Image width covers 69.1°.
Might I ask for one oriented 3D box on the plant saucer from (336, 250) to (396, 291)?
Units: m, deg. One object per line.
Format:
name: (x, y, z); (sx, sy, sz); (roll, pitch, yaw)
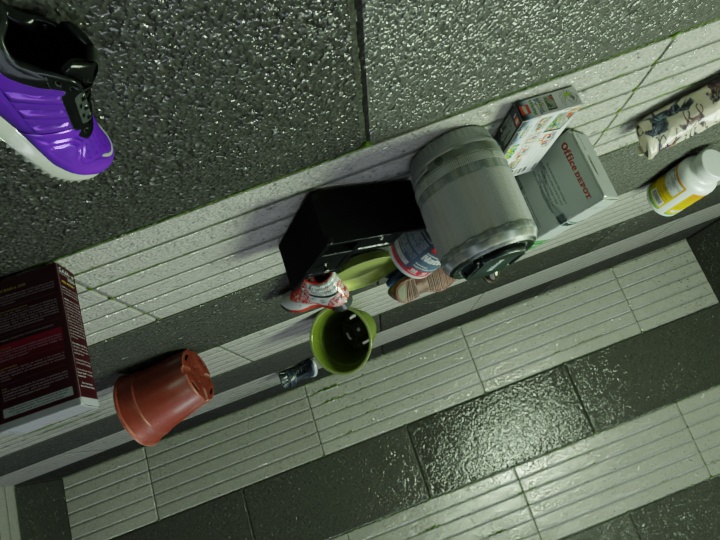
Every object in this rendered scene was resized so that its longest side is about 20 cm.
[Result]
plant saucer: (0.000, 0.000, 1.246); (0.195, 0.032, 0.201); (-19, 164, -5)

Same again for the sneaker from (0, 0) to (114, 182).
sneaker: (-0.242, -0.141, 0.417); (0.097, 0.071, 0.200); (-24, 164, 3)

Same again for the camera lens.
camera lens: (0.176, -0.100, 0.831); (0.156, 0.205, 0.160); (-18, 165, -5)

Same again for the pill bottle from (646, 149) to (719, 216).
pill bottle: (0.900, -0.243, 1.440); (0.108, 0.114, 0.201); (-16, 163, -15)

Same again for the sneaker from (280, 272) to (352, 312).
sneaker: (-0.119, 0.037, 1.172); (0.196, 0.068, 0.109); (-1, 138, 33)

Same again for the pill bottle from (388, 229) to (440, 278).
pill bottle: (0.150, -0.078, 1.022); (0.117, 0.123, 0.200); (-9, 160, -34)

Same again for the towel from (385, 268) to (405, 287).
towel: (0.142, -0.025, 1.311); (0.109, 0.050, 0.200); (-10, 160, -32)

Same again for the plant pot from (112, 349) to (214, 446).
plant pot: (-0.509, 0.322, 1.387); (0.192, 0.204, 0.201); (-29, 164, 2)

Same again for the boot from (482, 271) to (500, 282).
boot: (0.263, -0.063, 1.027); (0.073, 0.205, 0.096); (-25, -160, -23)

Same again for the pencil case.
pencil case: (0.630, -0.293, 1.003); (0.197, 0.080, 0.089); (-28, 148, 22)

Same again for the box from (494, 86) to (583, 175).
box: (0.275, -0.218, 0.877); (0.107, 0.036, 0.201); (-18, 164, -11)

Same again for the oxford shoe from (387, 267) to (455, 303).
oxford shoe: (0.155, 0.022, 1.309); (0.195, 0.073, 0.074); (-16, -170, -23)

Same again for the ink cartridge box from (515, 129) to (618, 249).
ink cartridge box: (0.369, -0.150, 1.012); (0.082, 0.150, 0.199); (-7, 160, -43)

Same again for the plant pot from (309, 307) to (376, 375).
plant pot: (-0.032, 0.194, 1.604); (0.196, 0.205, 0.189); (-25, 176, 18)

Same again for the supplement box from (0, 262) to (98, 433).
supplement box: (-0.441, 0.105, 0.719); (0.106, 0.205, 0.061); (-16, 166, -9)

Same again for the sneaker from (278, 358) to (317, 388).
sneaker: (-0.273, 0.447, 2.257); (0.143, 0.079, 0.202); (-14, 164, -32)

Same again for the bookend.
bookend: (-0.020, -0.059, 0.917); (0.194, 0.094, 0.200); (-12, 163, -29)
